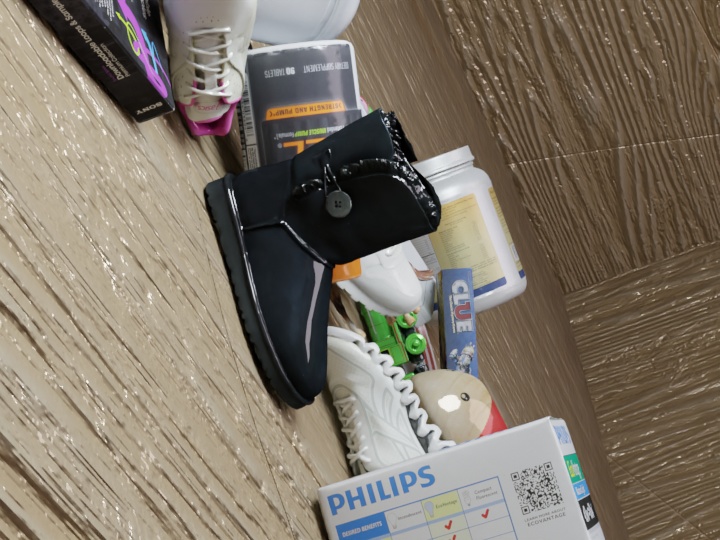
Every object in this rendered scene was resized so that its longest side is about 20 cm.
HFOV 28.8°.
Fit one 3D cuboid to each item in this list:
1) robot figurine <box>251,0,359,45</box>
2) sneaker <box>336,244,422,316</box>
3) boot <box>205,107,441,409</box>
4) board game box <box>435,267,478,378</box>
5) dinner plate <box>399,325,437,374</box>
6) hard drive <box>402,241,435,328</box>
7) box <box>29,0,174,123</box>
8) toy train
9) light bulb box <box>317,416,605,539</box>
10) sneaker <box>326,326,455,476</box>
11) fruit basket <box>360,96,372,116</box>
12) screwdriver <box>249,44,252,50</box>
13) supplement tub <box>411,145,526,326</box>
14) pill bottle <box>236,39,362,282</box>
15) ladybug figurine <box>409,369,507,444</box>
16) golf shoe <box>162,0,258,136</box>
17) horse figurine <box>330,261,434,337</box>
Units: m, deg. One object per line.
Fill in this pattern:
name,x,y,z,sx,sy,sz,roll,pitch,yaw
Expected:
robot figurine,-0.081,-0.252,1.202,0.200,0.169,0.113,7,82,-39
sneaker,-0.003,-0.045,1.280,0.200,0.080,0.076,49,25,-12
boot,-0.014,-0.010,1.093,0.076,0.168,0.201,4,67,-77
board game box,0.107,0.100,1.535,0.135,0.034,0.201,73,14,-88
dinner plate,0.047,0.071,1.584,0.200,0.024,0.201,-21,90,-78
hard drive,0.019,-0.044,1.551,0.200,0.027,0.132,55,15,-13
box,-0.191,-0.211,0.951,0.200,0.036,0.143,51,23,-54
toy train,0.039,0.073,1.464,0.042,0.056,0.201,77,-6,-86
light bulb box,0.095,0.238,1.105,0.125,0.198,0.201,27,46,-76
sneaker,0.015,0.135,1.226,0.200,0.081,0.075,53,-24,-10
fruit basket,-0.020,-0.152,1.425,0.186,0.094,0.200,61,23,-17
screwdriver,-0.115,-0.173,1.232,0.200,0.028,0.029,-86,-178,-70
supplement tub,0.114,-0.044,1.780,0.144,0.144,0.201,-31,101,-78
pill bottle,-0.045,-0.088,1.184,0.106,0.106,0.201,-34,117,-78
ladybug figurine,0.111,0.170,1.380,0.200,0.072,0.136,62,-1,-41
golf shoe,-0.110,-0.165,1.055,0.200,0.075,0.092,104,-18,-75
horse figurine,0.000,0.000,1.373,0.133,0.050,0.200,53,24,11
